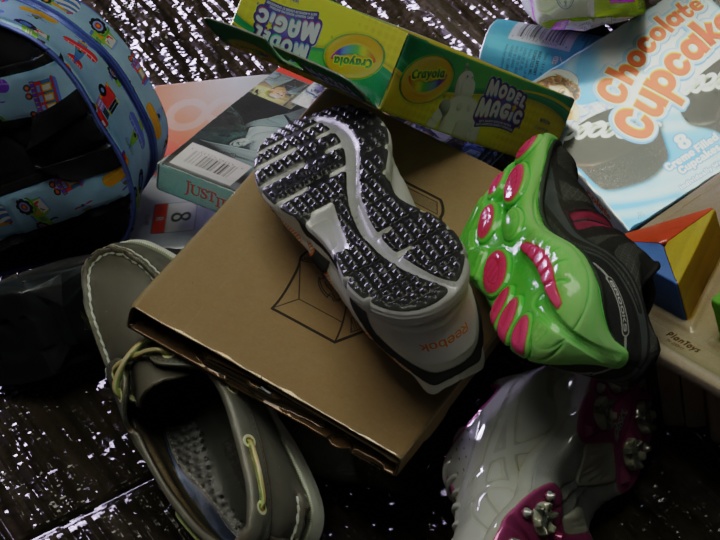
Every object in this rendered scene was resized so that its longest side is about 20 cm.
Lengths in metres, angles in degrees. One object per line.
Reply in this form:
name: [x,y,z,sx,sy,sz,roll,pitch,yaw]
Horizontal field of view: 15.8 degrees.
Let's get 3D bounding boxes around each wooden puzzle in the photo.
wooden puzzle: [0.218,-0.011,1.318,0.200,0.046,0.185,-30,35,-23]

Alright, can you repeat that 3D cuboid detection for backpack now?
backpack: [-0.196,-0.092,1.477,0.200,0.183,0.135,-8,30,41]

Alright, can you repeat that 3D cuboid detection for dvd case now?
dvd case: [-0.006,-0.072,1.498,0.146,0.022,0.200,21,34,18]

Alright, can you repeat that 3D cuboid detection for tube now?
tube: [0.170,-0.109,1.545,0.200,0.050,0.077,12,58,19]

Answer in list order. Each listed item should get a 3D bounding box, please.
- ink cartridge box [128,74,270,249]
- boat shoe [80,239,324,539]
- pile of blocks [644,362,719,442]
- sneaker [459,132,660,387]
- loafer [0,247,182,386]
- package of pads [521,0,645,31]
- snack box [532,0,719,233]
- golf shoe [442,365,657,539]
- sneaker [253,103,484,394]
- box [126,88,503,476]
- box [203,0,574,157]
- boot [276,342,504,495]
ink cartridge box: [-0.032,-0.056,1.527,0.200,0.050,0.162,-8,40,10]
boat shoe: [-0.090,0.063,1.327,0.072,0.060,0.202,-40,66,18]
pile of blocks: [0.189,0.044,1.343,0.200,0.062,0.082,25,52,36]
sneaker: [0.102,0.000,1.291,0.077,0.084,0.200,-51,22,22]
loafer: [-0.129,0.014,1.436,0.200,0.073,0.072,-4,23,24]
package of pads: [0.126,-0.222,1.552,0.068,0.155,0.200,-6,9,2]
snack box: [0.199,-0.104,1.492,0.200,0.037,0.116,-33,61,-13]
golf shoe: [0.075,0.119,1.288,0.091,0.075,0.200,-3,36,36]
sneaker: [0.004,-0.011,1.303,0.074,0.080,0.200,-25,39,-3]
box: [0.000,0.000,1.345,0.163,0.021,0.200,28,51,15]
box: [0.016,-0.111,1.411,0.117,0.048,0.200,26,9,34]
boot: [-0.004,0.039,1.400,0.131,0.068,0.200,6,41,29]
